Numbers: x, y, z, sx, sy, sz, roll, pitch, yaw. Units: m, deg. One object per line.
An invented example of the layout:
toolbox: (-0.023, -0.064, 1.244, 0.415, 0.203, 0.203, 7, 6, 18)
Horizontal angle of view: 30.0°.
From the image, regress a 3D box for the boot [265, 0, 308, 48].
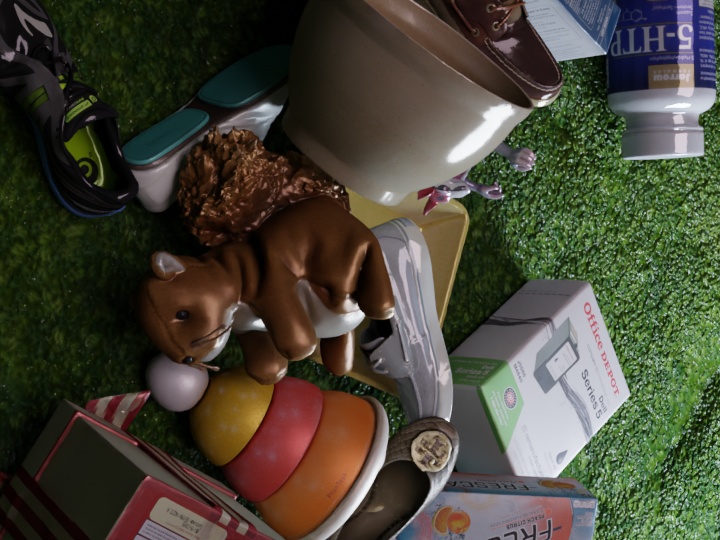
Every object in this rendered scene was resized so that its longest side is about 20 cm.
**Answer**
boot: (-0.004, -0.253, 1.214, 0.162, 0.073, 0.199, 2, 89, -48)

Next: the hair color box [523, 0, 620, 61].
hair color box: (0.163, -0.290, 1.347, 0.200, 0.100, 0.061, 36, 66, -38)

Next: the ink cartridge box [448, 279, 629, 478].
ink cartridge box: (0.172, 0.119, 1.367, 0.200, 0.084, 0.146, -39, 116, -36)

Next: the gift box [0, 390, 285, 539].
gift box: (-0.160, 0.206, 0.980, 0.185, 0.187, 0.200, 41, 78, -33)

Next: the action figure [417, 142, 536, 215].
action figure: (0.095, -0.138, 1.232, 0.149, 0.134, 0.200, 37, 61, -1)

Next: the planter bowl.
planter bowl: (0.021, -0.139, 1.089, 0.200, 0.200, 0.135, 20, 114, -42)

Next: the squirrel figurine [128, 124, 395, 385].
squirrel figurine: (-0.092, -0.009, 1.066, 0.186, 0.142, 0.200, -6, 74, -20)

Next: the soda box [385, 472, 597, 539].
soda box: (0.116, 0.228, 1.256, 0.200, 0.068, 0.064, 4, 98, -10)

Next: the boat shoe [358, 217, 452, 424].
boat shoe: (0.029, 0.056, 1.189, 0.071, 0.070, 0.201, -15, 103, -21)

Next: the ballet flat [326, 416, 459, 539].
ballet flat: (0.015, 0.212, 1.181, 0.067, 0.046, 0.200, 42, 96, -7)

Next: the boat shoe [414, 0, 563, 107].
boat shoe: (0.109, -0.229, 1.173, 0.200, 0.072, 0.072, 48, 55, 1)

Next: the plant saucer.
plant saucer: (0.000, 0.000, 1.230, 0.200, 0.048, 0.200, 27, 72, -39)

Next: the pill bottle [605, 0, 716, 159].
pill bottle: (0.333, -0.226, 1.495, 0.120, 0.120, 0.200, -5, 93, -43)

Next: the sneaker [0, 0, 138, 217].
sneaker: (-0.221, -0.131, 0.996, 0.071, 0.083, 0.200, -42, 117, -35)

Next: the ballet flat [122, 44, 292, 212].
ballet flat: (-0.119, -0.116, 1.115, 0.200, 0.069, 0.070, -41, 117, -31)

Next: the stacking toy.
stacking toy: (-0.089, 0.124, 1.113, 0.200, 0.146, 0.146, 37, 65, -19)
